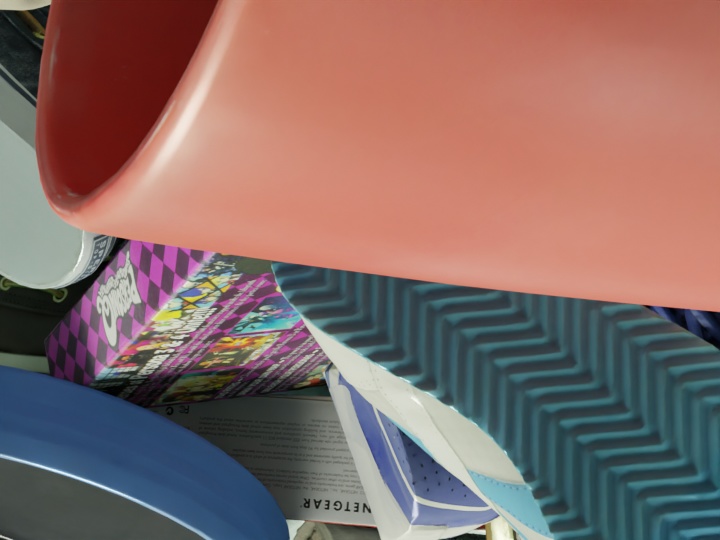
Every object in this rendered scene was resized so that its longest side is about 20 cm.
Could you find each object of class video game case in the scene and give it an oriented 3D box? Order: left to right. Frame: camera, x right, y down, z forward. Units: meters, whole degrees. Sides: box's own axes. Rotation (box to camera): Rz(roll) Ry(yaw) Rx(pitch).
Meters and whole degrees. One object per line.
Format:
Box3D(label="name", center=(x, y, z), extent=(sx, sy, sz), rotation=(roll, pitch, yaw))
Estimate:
Box3D(label="video game case", center=(0.000, 0.000, 0.753), extent=(0.180, 0.036, 0.200), rotation=(-7, 164, -24))

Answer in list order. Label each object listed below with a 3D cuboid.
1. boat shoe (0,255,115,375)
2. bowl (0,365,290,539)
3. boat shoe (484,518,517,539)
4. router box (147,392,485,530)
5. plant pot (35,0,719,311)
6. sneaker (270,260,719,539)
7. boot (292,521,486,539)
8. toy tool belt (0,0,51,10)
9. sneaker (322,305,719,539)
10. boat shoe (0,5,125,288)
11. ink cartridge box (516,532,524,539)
Box3D(label="boat shoe", center=(-0.122, 0.020, 0.940), extent=(0.200, 0.061, 0.072), rotation=(-1, 172, 36))
Box3D(label="bowl", center=(-0.121, 0.095, 0.827), extent=(0.199, 0.040, 0.201), rotation=(12, 151, 7))
Box3D(label="boat shoe", center=(0.089, 0.121, 0.839), extent=(0.064, 0.201, 0.073), rotation=(1, -170, 27))
Box3D(label="router box", center=(-0.042, 0.081, 0.928), extent=(0.199, 0.049, 0.179), rotation=(1, 174, 24))
Box3D(label="plant pot", center=(0.037, -0.080, 0.511), extent=(0.177, 0.201, 0.200), rotation=(18, 156, -20))
Box3D(label="sneaker", center=(0.064, 0.044, 0.594), extent=(0.200, 0.077, 0.081), rotation=(44, 179, 18))
Box3D(label="boot", center=(0.077, 0.145, 1.006), extent=(0.199, 0.073, 0.182), rotation=(16, 156, -14))
Box3D(label="toy tool belt", center=(-0.163, -0.121, 0.610), extent=(0.199, 0.123, 0.125), rotation=(14, 123, 23))
Box3D(label="sneaker", center=(0.091, 0.018, 0.701), extent=(0.199, 0.081, 0.115), rotation=(-14, 164, -38))
Box3D(label="boat shoe", center=(-0.145, -0.085, 0.753), extent=(0.200, 0.091, 0.071), rotation=(48, 125, 0))
Box3D(label="ink cartridge box", center=(0.175, 0.045, 0.678), extent=(0.196, 0.044, 0.200), rotation=(-18, 170, -27))
